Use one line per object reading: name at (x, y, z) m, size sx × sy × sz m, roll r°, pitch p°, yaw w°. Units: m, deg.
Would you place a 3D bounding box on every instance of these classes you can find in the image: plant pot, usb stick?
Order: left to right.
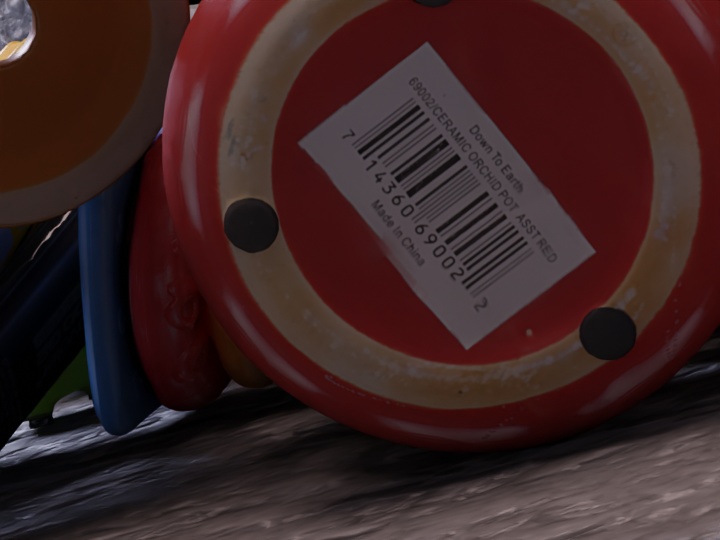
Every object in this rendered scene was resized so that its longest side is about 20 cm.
plant pot at (-0.141, -0.099, 0.954) m, size 0.200 × 0.201 × 0.183 m, roll -18°, pitch 24°, yaw -14°
usb stick at (-0.116, 0.006, 1.096) m, size 0.033 × 0.056 × 0.200 m, roll 14°, pitch 45°, yaw 22°
plant pot at (0.042, -0.052, 0.880) m, size 0.200 × 0.201 × 0.183 m, roll -15°, pitch 13°, yaw 9°

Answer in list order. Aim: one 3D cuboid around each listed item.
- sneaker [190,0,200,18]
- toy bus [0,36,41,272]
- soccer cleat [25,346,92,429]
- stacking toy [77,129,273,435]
sneaker at (-0.014, -0.089, 1.147) m, size 0.199 × 0.087 × 0.075 m, roll 6°, pitch 34°, yaw 17°
toy bus at (-0.160, -0.011, 1.111) m, size 0.065 × 0.078 × 0.200 m, roll 18°, pitch 62°, yaw 19°
soccer cleat at (-0.072, 0.001, 1.187) m, size 0.199 × 0.081 × 0.068 m, roll -18°, pitch 7°, yaw -17°
stacking toy at (0.000, 0.000, 1.051) m, size 0.199 × 0.110 × 0.116 m, roll 1°, pitch 12°, yaw 15°
